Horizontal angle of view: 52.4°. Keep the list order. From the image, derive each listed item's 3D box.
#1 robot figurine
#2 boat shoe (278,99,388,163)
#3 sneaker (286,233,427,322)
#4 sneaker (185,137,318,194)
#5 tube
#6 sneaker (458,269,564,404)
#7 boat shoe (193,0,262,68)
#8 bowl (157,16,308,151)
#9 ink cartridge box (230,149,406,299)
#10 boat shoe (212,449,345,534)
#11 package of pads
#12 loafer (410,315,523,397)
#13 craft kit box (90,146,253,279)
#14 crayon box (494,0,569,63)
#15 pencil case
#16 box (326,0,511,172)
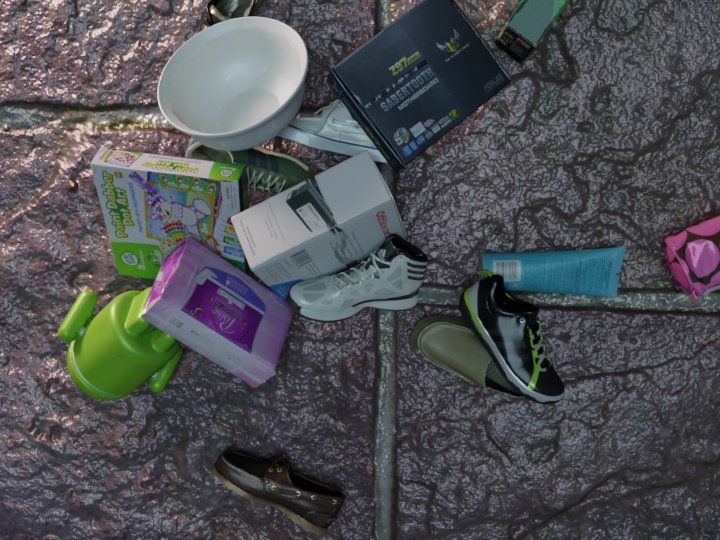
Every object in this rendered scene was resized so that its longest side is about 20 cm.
[{"bbox_3d":[-0.335,0.108,1.036,0.175,0.116,0.200,36,122,-29],"label":"robot figurine"},{"bbox_3d":[-0.024,-0.204,1.008,0.200,0.075,0.087,12,98,0],"label":"boat shoe"},{"bbox_3d":[0.000,0.000,0.984,0.199,0.076,0.116,-6,133,-25],"label":"sneaker"},{"bbox_3d":[-0.151,-0.133,1.010,0.199,0.090,0.067,32,134,3],"label":"sneaker"},{"bbox_3d":[0.267,0.002,1.026,0.198,0.051,0.078,1,119,2],"label":"tube"},{"bbox_3d":[0.212,0.087,0.974,0.200,0.072,0.083,50,126,6],"label":"sneaker"},{"bbox_3d":[-0.189,-0.345,1.006,0.073,0.065,0.201,27,99,0],"label":"boat shoe"},{"bbox_3d":[-0.154,-0.227,0.957,0.199,0.091,0.202,-5,60,10],"label":"bowl"},{"bbox_3d":[-0.050,-0.056,0.977,0.199,0.145,0.085,-26,70,1],"label":"ink cartridge box"},{"bbox_3d":[-0.118,0.312,1.084,0.199,0.070,0.071,28,105,-8],"label":"boat shoe"},{"bbox_3d":[-0.189,0.059,0.998,0.200,0.121,0.075,36,136,-24],"label":"package of pads"},{"bbox_3d":[0.167,0.122,1.037,0.199,0.067,0.077,21,95,-1],"label":"loafer"},{"bbox_3d":[-0.251,-0.066,1.005,0.196,0.049,0.201,9,134,6],"label":"craft kit box"},{"bbox_3d":[0.256,-0.373,0.939,0.051,0.127,0.201,36,97,-1],"label":"crayon box"},{"bbox_3d":[0.516,-0.034,0.982,0.199,0.091,0.094,-24,60,9],"label":"pencil case"},{"bbox_3d":[0.078,-0.254,0.976,0.200,0.051,0.158,-38,93,-12],"label":"box"}]
